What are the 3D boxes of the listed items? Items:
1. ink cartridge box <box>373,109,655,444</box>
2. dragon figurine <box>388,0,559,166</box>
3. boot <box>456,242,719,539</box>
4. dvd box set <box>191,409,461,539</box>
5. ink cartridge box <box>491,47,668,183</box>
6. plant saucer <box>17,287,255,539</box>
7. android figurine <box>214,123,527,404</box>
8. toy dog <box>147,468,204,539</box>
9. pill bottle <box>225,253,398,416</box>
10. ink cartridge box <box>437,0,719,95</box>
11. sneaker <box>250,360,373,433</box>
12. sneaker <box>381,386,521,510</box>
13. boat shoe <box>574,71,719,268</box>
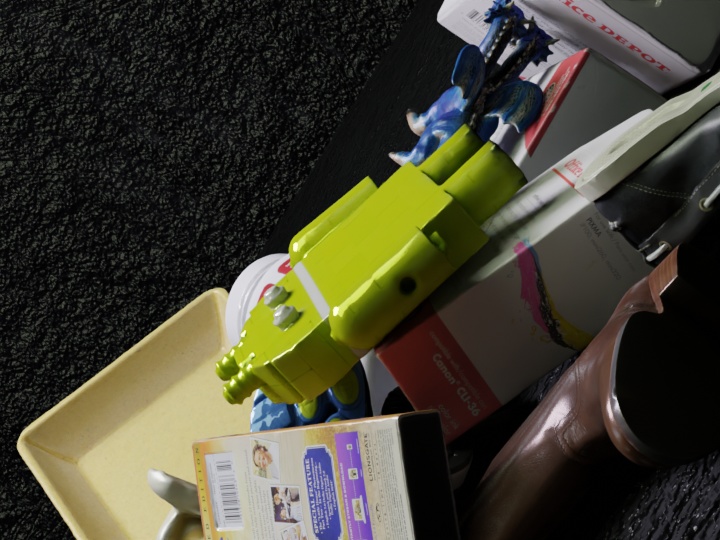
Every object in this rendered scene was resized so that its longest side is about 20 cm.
[{"bbox_3d":[0.102,-0.001,0.961,0.200,0.068,0.117,-36,13,4],"label":"ink cartridge box"},{"bbox_3d":[0.071,-0.098,1.079,0.100,0.059,0.200,-52,9,32],"label":"dragon figurine"},{"bbox_3d":[0.092,0.097,0.810,0.200,0.064,0.186,-51,-2,28],"label":"boot"},{"bbox_3d":[-0.017,0.152,0.911,0.200,0.029,0.147,-15,83,54],"label":"dvd box set"},{"bbox_3d":[0.112,-0.048,1.147,0.147,0.083,0.200,-59,9,-8],"label":"ink cartridge box"},{"bbox_3d":[-0.133,0.126,1.302,0.200,0.049,0.200,-38,39,-9],"label":"plant saucer"},{"bbox_3d":[0.000,0.000,0.966,0.200,0.041,0.182,-41,16,3],"label":"android figurine"},{"bbox_3d":[-0.108,0.253,1.166,0.201,0.139,0.194,-64,-12,-9],"label":"toy dog"},{"bbox_3d":[-0.006,0.043,1.178,0.200,0.112,0.113,14,71,56],"label":"pill bottle"},{"bbox_3d":[0.152,-0.181,1.174,0.085,0.145,0.200,-59,9,-10],"label":"ink cartridge box"},{"bbox_3d":[-0.014,0.133,1.017,0.083,0.070,0.201,34,-136,-72],"label":"sneaker"},{"bbox_3d":[0.041,0.122,0.995,0.200,0.075,0.088,-34,-53,-69],"label":"sneaker"},{"bbox_3d":[0.197,-0.073,0.835,0.200,0.068,0.072,-37,4,30],"label":"boat shoe"}]
